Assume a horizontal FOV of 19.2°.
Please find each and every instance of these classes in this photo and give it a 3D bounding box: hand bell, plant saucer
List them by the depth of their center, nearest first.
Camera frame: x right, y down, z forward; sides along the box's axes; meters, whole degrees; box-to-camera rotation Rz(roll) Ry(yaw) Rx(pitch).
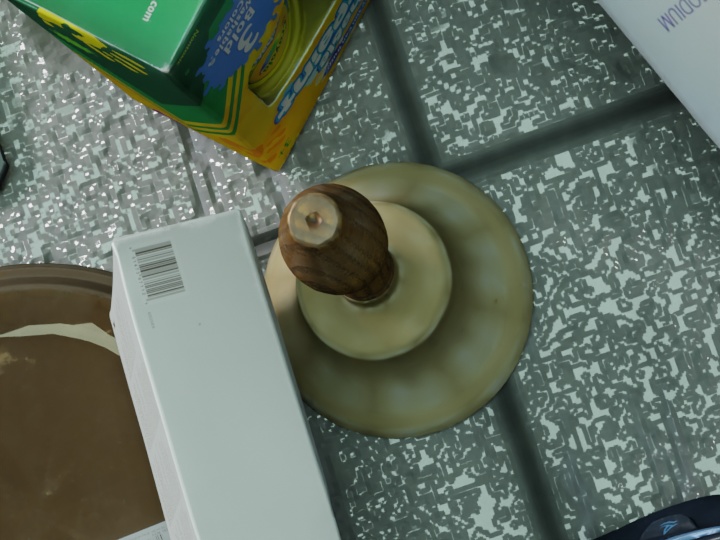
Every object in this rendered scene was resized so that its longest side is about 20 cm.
[{"bbox_3d":[0.000,0.000,0.705,0.103,0.200,0.105,-1,84,8],"label":"hand bell"},{"bbox_3d":[-0.116,0.089,0.768,0.198,0.029,0.202,2,71,-7],"label":"plant saucer"}]

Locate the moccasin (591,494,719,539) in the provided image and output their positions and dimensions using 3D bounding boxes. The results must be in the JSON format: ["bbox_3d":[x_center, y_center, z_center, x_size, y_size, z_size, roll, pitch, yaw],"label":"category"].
[{"bbox_3d":[0.061,0.133,0.745,0.199,0.068,0.081,-36,80,5],"label":"moccasin"}]

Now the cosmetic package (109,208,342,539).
[{"bbox_3d":[-0.036,0.088,0.720,0.050,0.083,0.201,-14,74,-14],"label":"cosmetic package"}]

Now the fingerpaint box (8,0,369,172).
[{"bbox_3d":[-0.027,-0.150,0.744,0.073,0.167,0.201,27,87,12],"label":"fingerpaint box"}]

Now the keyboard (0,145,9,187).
[{"bbox_3d":[-0.244,-0.044,0.829,0.199,0.040,0.105,-23,81,4],"label":"keyboard"}]

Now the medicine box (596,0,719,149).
[{"bbox_3d":[0.167,-0.139,0.692,0.200,0.103,0.182,49,122,-1],"label":"medicine box"}]
